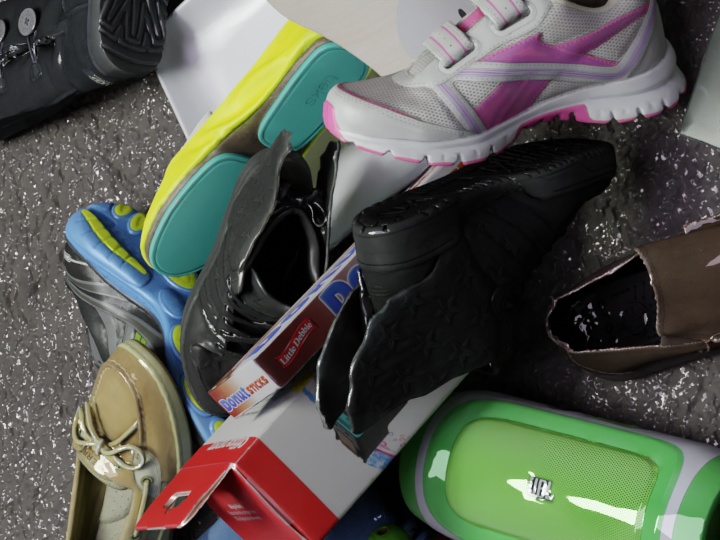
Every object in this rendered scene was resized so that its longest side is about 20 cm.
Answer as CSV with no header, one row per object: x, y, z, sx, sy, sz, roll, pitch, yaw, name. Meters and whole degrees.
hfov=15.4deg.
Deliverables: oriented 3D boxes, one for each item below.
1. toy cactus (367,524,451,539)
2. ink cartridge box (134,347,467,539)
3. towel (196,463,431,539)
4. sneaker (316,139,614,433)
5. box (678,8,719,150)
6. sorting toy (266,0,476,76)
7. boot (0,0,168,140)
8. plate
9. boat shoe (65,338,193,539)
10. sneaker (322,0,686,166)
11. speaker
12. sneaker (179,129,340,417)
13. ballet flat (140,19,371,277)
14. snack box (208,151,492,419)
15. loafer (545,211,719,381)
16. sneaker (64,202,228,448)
0.064,0.236,1.478,0.164,0.102,0.201,-13,77,19,toy cactus
-0.025,0.088,1.462,0.067,0.200,0.116,45,163,-8,ink cartridge box
-0.046,0.177,1.583,0.200,0.048,0.112,-51,53,27,towel
0.058,0.005,1.396,0.060,0.199,0.105,12,117,52,sneaker
0.282,-0.084,1.260,0.199,0.148,0.125,25,102,37,box
0.047,-0.183,1.467,0.200,0.107,0.180,-38,90,-1,sorting toy
-0.195,-0.176,1.718,0.200,0.065,0.166,-19,54,51,boot
-0.024,-0.114,1.590,0.199,0.032,0.201,-40,64,32,plate
-0.151,0.135,1.621,0.073,0.063,0.201,40,135,34,boat shoe
0.072,-0.116,1.406,0.081,0.199,0.089,-138,35,-62,sneaker
0.118,0.120,1.428,0.199,0.088,0.089,12,96,39,speaker
-0.056,0.006,1.510,0.104,0.060,0.201,-113,38,-67,sneaker
-0.063,-0.082,1.568,0.200,0.067,0.067,-49,39,24,ballet flat
0.000,0.000,1.438,0.024,0.200,0.072,46,152,-4,snack box
0.179,0.012,1.390,0.200,0.071,0.073,-29,71,35,loafer
-0.119,0.045,1.647,0.200,0.071,0.083,49,141,26,sneaker
